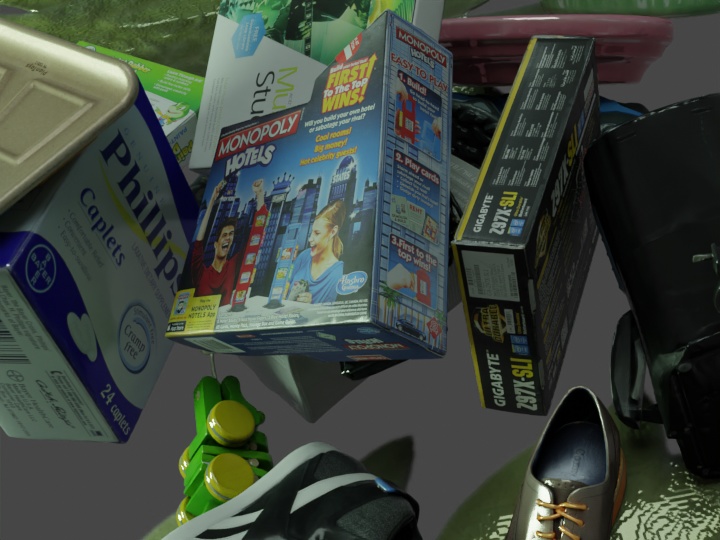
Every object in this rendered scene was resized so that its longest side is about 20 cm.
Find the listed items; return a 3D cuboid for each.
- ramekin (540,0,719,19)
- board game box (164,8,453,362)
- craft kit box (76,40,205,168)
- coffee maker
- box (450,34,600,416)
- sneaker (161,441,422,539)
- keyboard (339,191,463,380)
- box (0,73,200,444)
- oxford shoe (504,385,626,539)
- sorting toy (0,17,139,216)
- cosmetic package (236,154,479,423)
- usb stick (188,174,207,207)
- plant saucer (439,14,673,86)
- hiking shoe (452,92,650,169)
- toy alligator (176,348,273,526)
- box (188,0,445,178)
[{"bbox_3d":[0.238,-0.268,0.959,0.199,0.098,0.200,-3,19,1],"label":"ramekin"},{"bbox_3d":[-0.018,-0.048,0.703,0.200,0.062,0.200,-6,64,48],"label":"board game box"},{"bbox_3d":[-0.248,-0.119,1.038,0.200,0.049,0.198,22,58,33],"label":"craft kit box"},{"bbox_3d":[0.216,-0.012,0.684,0.134,0.192,0.200,-2,46,-4],"label":"coffee maker"},{"bbox_3d":[0.117,-0.031,0.757,0.049,0.160,0.200,6,49,22],"label":"box"},{"bbox_3d":[-0.044,0.175,0.639,0.112,0.073,0.200,18,43,39],"label":"sneaker"},{"bbox_3d":[0.026,-0.018,0.756,0.104,0.040,0.200,-28,45,19],"label":"keyboard"},{"bbox_3d":[-0.205,-0.012,0.815,0.105,0.184,0.200,0,46,20],"label":"box"},{"bbox_3d":[0.105,0.154,0.638,0.071,0.073,0.200,2,47,18],"label":"oxford shoe"},{"bbox_3d":[-0.261,-0.078,0.748,0.185,0.037,0.200,23,61,36],"label":"sorting toy"},{"bbox_3d":[0.000,0.000,0.815,0.200,0.090,0.107,-37,51,-24],"label":"cosmetic package"},{"bbox_3d":[-0.081,-0.106,0.983,0.055,0.033,0.200,23,55,25],"label":"usb stick"},{"bbox_3d":[0.144,-0.171,0.912,0.200,0.051,0.201,0,9,0],"label":"plant saucer"},{"bbox_3d":[0.133,-0.106,0.903,0.199,0.075,0.087,15,40,19],"label":"hiking shoe"},{"bbox_3d":[-0.083,0.111,0.755,0.054,0.059,0.200,19,40,-22],"label":"toy alligator"},{"bbox_3d":[-0.033,-0.139,0.817,0.200,0.036,0.145,0,77,39],"label":"box"}]
